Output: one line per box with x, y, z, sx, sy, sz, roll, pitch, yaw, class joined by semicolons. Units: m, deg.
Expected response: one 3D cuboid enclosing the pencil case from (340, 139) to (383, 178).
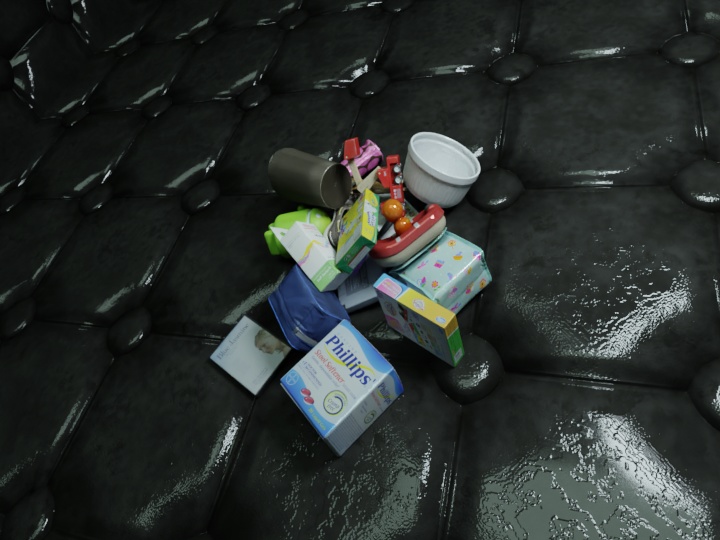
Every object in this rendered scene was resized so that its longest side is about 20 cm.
-0.023;-0.299;1.575;0.198;0.094;0.092;-39;82;-8;pencil case

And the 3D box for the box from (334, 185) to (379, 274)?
-0.006;-0.102;1.277;0.117;0.047;0.204;-46;27;37;box

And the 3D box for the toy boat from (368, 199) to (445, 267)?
0.094;-0.104;1.255;0.198;0.132;0.131;-37;8;3;toy boat

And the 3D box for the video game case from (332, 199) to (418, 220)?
0.042;-0.137;1.472;0.197;0.022;0.183;-34;49;-7;video game case

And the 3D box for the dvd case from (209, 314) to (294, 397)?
-0.270;0.205;1.339;0.196;0.018;0.144;25;68;35;dvd case

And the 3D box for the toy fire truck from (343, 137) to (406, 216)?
0.037;-0.226;1.337;0.135;0.208;0.049;-5;16;12;toy fire truck

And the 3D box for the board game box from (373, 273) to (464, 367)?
0.126;0.107;1.165;0.197;0.155;0.040;30;66;36;board game box

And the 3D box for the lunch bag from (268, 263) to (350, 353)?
-0.131;0.095;1.275;0.133;0.135;0.202;-47;47;12;lunch bag

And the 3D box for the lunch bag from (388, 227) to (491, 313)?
0.175;-0.001;1.251;0.169;0.123;0.199;-39;43;-10;lunch bag

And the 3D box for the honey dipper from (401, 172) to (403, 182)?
0.100;-0.247;1.451;0.037;0.039;0.201;-20;14;5;honey dipper

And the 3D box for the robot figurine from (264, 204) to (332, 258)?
-0.157;-0.101;1.461;0.192;0.119;0.177;-9;29;15;robot figurine

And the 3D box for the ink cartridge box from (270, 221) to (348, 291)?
-0.117;-0.049;1.300;0.067;0.117;0.201;-43;80;12;ink cartridge box

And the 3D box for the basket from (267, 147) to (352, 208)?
-0.124;-0.239;1.443;0.197;0.178;0.140;21;84;43;basket

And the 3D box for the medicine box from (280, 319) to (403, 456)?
-0.040;0.246;1.159;0.199;0.104;0.181;-42;51;-12;medicine box

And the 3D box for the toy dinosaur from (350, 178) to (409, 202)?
0.035;-0.212;1.410;0.194;0.061;0.108;16;58;30;toy dinosaur

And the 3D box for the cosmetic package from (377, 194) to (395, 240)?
0.075;-0.136;1.409;0.080;0.051;0.204;-20;49;5;cosmetic package

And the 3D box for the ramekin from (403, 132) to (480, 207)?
0.201;-0.254;1.394;0.193;0.107;0.204;14;40;-11;ramekin

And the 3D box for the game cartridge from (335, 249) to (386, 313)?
0.000;0.000;1.353;0.130;0.040;0.206;-24;52;22;game cartridge

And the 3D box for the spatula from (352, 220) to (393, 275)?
0.035;-0.079;1.328;0.200;0.020;0.057;-48;49;6;spatula

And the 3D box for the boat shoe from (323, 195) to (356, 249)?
-0.039;-0.134;1.417;0.058;0.073;0.203;-19;31;32;boat shoe
